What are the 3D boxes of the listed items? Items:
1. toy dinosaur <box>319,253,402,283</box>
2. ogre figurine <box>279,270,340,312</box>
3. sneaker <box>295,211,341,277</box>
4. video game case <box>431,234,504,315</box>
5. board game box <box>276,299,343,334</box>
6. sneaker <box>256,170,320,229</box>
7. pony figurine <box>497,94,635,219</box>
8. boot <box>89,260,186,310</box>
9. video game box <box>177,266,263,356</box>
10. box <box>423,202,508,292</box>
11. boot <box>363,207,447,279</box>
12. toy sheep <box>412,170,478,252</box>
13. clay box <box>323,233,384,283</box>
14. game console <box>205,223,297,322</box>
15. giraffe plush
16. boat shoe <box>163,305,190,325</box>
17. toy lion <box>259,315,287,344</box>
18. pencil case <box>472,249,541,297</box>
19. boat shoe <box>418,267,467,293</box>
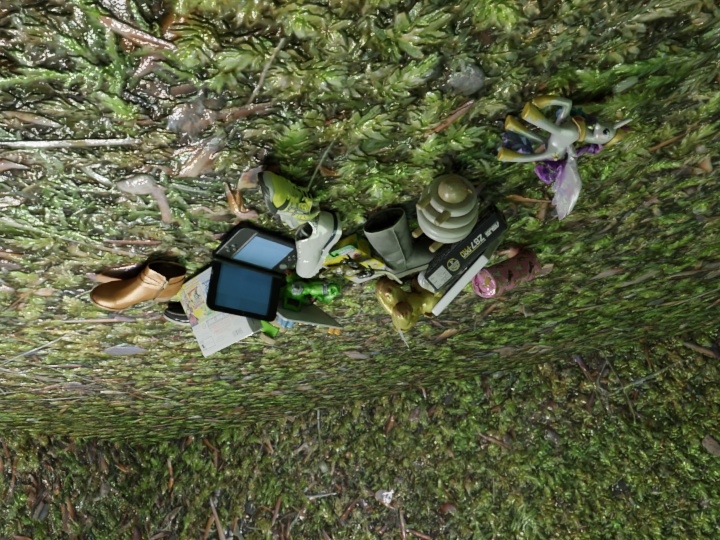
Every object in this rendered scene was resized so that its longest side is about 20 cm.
[{"bbox_3d":[0.000,0.000,1.295,0.196,0.048,0.088,7,166,6],"label":"toy dinosaur"},{"bbox_3d":[-0.140,0.056,1.442,0.118,0.100,0.199,5,-172,-28],"label":"ogre figurine"},{"bbox_3d":[-0.111,-0.058,1.228,0.079,0.077,0.201,0,141,-29],"label":"sneaker"},{"bbox_3d":[0.265,0.007,1.380,0.201,0.023,0.182,-52,173,32],"label":"video game case"},{"bbox_3d":[-0.172,0.107,1.482,0.198,0.026,0.199,14,-168,-43],"label":"board game box"},{"bbox_3d":[-0.133,-0.141,1.051,0.075,0.077,0.200,-20,166,7],"label":"sneaker"},{"bbox_3d":[0.344,-0.212,0.981,0.196,0.169,0.194,12,146,-8],"label":"pony figurine"},{"bbox_3d":[-0.504,0.027,1.290,0.197,0.075,0.154,-7,161,-37],"label":"boot"},{"bbox_3d":[-0.342,0.091,1.355,0.198,0.185,0.047,-25,-179,35],"label":"video game box"},{"bbox_3d":[0.225,-0.053,1.213,0.200,0.049,0.161,-45,-176,17],"label":"box"},{"bbox_3d":[0.107,-0.076,1.280,0.180,0.073,0.201,-29,138,-5],"label":"boot"},{"bbox_3d":[0.171,-0.115,1.131,0.135,0.140,0.201,-6,152,-7],"label":"toy sheep"},{"bbox_3d":[-0.015,-0.029,1.365,0.113,0.048,0.199,-20,153,26],"label":"clay box"},{"bbox_3d":[-0.225,0.010,1.255,0.170,0.120,0.198,-37,146,28],"label":"game console"},{"bbox_3d":[0.152,0.084,1.570,0.160,0.202,0.172,-30,-168,-9],"label":"giraffe plush"},{"bbox_3d":[-0.430,0.113,1.524,0.196,0.074,0.061,10,114,-4],"label":"boat shoe"},{"bbox_3d":[-0.280,0.105,1.476,0.190,0.069,0.200,30,-171,1],"label":"toy lion"},{"bbox_3d":[0.384,0.006,1.479,0.197,0.088,0.083,-18,168,-30],"label":"pencil case"},{"bbox_3d":[0.229,-0.017,1.359,0.199,0.062,0.072,-41,138,-8],"label":"boat shoe"}]
